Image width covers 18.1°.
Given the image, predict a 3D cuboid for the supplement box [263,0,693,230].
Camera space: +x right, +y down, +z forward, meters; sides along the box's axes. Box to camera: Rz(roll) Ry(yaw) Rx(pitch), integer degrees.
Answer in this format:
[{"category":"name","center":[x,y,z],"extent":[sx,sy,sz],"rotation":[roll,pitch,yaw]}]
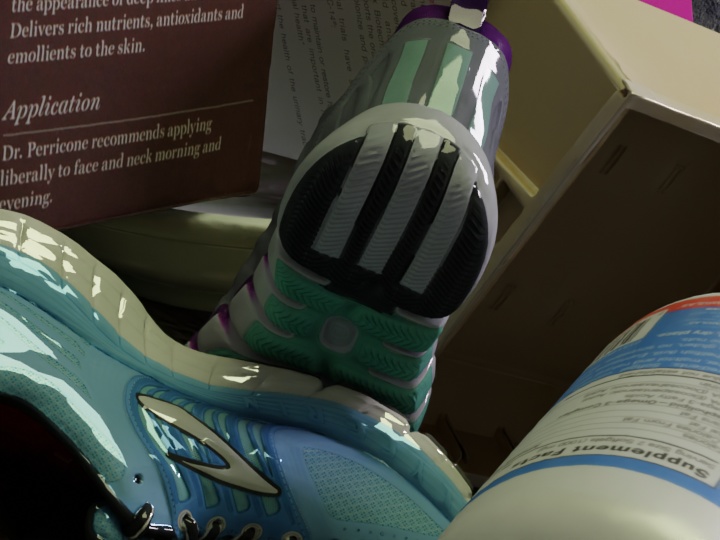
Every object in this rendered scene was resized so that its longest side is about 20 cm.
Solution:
[{"category":"supplement box","center":[0.026,-0.100,0.908],"extent":[0.200,0.103,0.101],"rotation":[17,38,41]}]

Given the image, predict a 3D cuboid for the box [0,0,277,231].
[{"category":"box","center":[-0.136,-0.127,0.796],"extent":[0.164,0.200,0.166],"rotation":[14,15,31]}]

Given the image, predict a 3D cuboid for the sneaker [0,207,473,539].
[{"category":"sneaker","center":[-0.054,0.068,0.621],"extent":[0.200,0.078,0.090],"rotation":[28,37,-10]}]

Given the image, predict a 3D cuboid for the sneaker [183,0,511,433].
[{"category":"sneaker","center":[0.000,0.000,0.672],"extent":[0.074,0.200,0.088],"rotation":[26,53,-7]}]

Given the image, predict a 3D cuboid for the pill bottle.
[{"category":"pill bottle","center":[0.076,0.090,0.584],"extent":[0.112,0.112,0.200],"rotation":[28,31,14]}]

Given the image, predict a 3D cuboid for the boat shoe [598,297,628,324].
[{"category":"boat shoe","center":[0.109,-0.001,0.980],"extent":[0.074,0.063,0.201],"rotation":[31,-7,10]}]

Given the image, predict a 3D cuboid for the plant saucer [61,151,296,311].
[{"category":"plant saucer","center":[-0.050,-0.019,0.916],"extent":[0.200,0.050,0.200],"rotation":[6,13,-2]}]

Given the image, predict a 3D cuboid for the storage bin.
[{"category":"storage bin","center":[0.087,0.011,0.799],"extent":[0.200,0.199,0.094],"rotation":[15,33,-38]}]
